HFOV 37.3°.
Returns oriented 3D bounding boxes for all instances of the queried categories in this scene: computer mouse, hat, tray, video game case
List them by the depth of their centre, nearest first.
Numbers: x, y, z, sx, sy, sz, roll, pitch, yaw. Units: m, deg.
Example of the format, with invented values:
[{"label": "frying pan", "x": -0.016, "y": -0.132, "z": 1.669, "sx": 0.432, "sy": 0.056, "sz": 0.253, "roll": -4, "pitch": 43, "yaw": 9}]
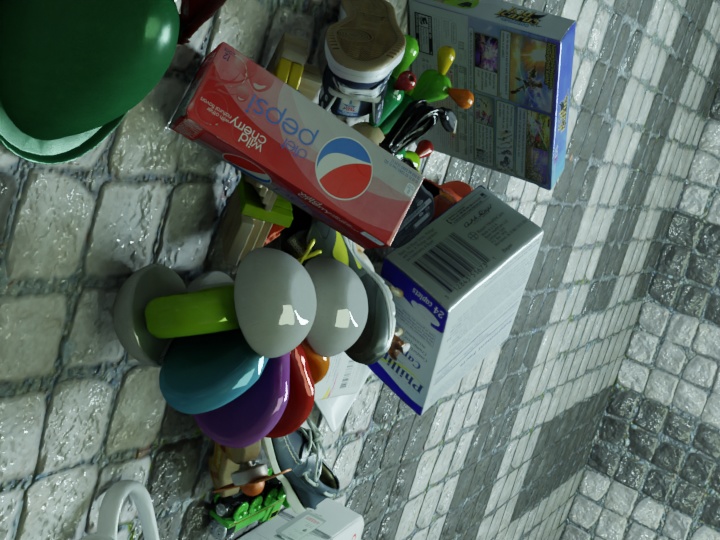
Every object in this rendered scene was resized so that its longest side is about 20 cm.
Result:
[{"label": "hat", "x": -0.127, "y": -0.139, "z": 0.679, "sx": 0.165, "sy": 0.174, "sz": 0.203, "roll": -37, "pitch": 141, "yaw": -48}, {"label": "computer mouse", "x": 0.046, "y": -0.105, "z": 1.089, "sx": 0.140, "sy": 0.046, "sz": 0.200, "roll": -45, "pitch": 156, "yaw": 2}, {"label": "video game case", "x": 0.143, "y": -0.202, "z": 1.179, "sx": 0.046, "sy": 0.179, "sz": 0.202, "roll": -49, "pitch": 150, "yaw": -34}, {"label": "tray", "x": -0.002, "y": 0.090, "z": 1.308, "sx": 0.202, "sy": 0.022, "sz": 0.108, "roll": -59, "pitch": 155, "yaw": -21}]

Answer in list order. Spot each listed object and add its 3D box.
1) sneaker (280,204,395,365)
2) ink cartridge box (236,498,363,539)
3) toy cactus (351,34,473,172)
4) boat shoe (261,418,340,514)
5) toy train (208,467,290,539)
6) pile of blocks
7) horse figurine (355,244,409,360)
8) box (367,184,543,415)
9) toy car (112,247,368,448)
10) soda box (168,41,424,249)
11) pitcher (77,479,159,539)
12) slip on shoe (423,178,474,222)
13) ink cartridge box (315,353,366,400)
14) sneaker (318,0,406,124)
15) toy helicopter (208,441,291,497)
[{"label": "sneaker", "x": -0.036, "y": 0.000, "z": 1.017, "sx": 0.074, "sy": 0.202, "sz": 0.084, "roll": -39, "pitch": 152, "yaw": 27}, {"label": "ink cartridge box", "x": -0.090, "y": 0.375, "z": 1.283, "sx": 0.199, "sy": 0.082, "sz": 0.149, "roll": -17, "pitch": 124, "yaw": -59}, {"label": "toy cactus", "x": 0.035, "y": -0.147, "z": 1.119, "sx": 0.165, "sy": 0.102, "sz": 0.201, "roll": -42, "pitch": 164, "yaw": -20}, {"label": "boat shoe", "x": -0.064, "y": 0.194, "z": 1.118, "sx": 0.061, "sy": 0.076, "sz": 0.202, "roll": -19, "pitch": 139, "yaw": -1}, {"label": "toy train", "x": -0.108, "y": 0.256, "z": 1.206, "sx": 0.199, "sy": 0.041, "sz": 0.057, "roll": -8, "pitch": 127, "yaw": -63}, {"label": "pile of blocks", "x": -0.065, "y": -0.099, "z": 0.932, "sx": 0.061, "sy": 0.082, "sz": 0.204, "roll": 14, "pitch": 99, "yaw": -22}, {"label": "horse figurine", "x": 0.000, "y": 0.000, "z": 1.106, "sx": 0.049, "sy": 0.203, "sz": 0.132, "roll": -27, "pitch": 174, "yaw": 17}, {"label": "box", "x": 0.107, "y": 0.035, "z": 1.270, "sx": 0.183, "sy": 0.104, "sz": 0.202, "roll": -36, "pitch": 151, "yaw": -34}, {"label": "toy car", "x": -0.095, "y": 0.067, "z": 0.877, "sx": 0.199, "sy": 0.172, "sz": 0.153, "roll": 8, "pitch": 77, "yaw": -62}, {"label": "soda box", "x": -0.050, "y": -0.097, "z": 0.863, "sx": 0.071, "sy": 0.198, "sz": 0.063, "roll": -62, "pitch": -162, "yaw": -10}, {"label": "pitcher", "x": -0.202, "y": 0.306, "z": 0.978, "sx": 0.201, "sy": 0.119, "sz": 0.174, "roll": 62, "pitch": 39, "yaw": -46}, {"label": "slip on shoe", "x": 0.086, "y": -0.083, "z": 1.299, "sx": 0.199, "sy": 0.073, "sz": 0.062, "roll": -27, "pitch": 122, "yaw": -54}, {"label": "ink cartridge box", "x": -0.054, "y": 0.073, "z": 1.130, "sx": 0.199, "sy": 0.067, "sz": 0.117, "roll": 4, "pitch": 106, "yaw": -65}, {"label": "sneaker", "x": -0.003, "y": -0.173, "z": 0.969, "sx": 0.201, "sy": 0.069, "sz": 0.110, "roll": -85, "pitch": -173, "yaw": -62}, {"label": "toy helicopter", "x": -0.120, "y": 0.169, "z": 1.024, "sx": 0.078, "sy": 0.133, "sz": 0.201, "roll": -17, "pitch": 150, "yaw": -23}]
